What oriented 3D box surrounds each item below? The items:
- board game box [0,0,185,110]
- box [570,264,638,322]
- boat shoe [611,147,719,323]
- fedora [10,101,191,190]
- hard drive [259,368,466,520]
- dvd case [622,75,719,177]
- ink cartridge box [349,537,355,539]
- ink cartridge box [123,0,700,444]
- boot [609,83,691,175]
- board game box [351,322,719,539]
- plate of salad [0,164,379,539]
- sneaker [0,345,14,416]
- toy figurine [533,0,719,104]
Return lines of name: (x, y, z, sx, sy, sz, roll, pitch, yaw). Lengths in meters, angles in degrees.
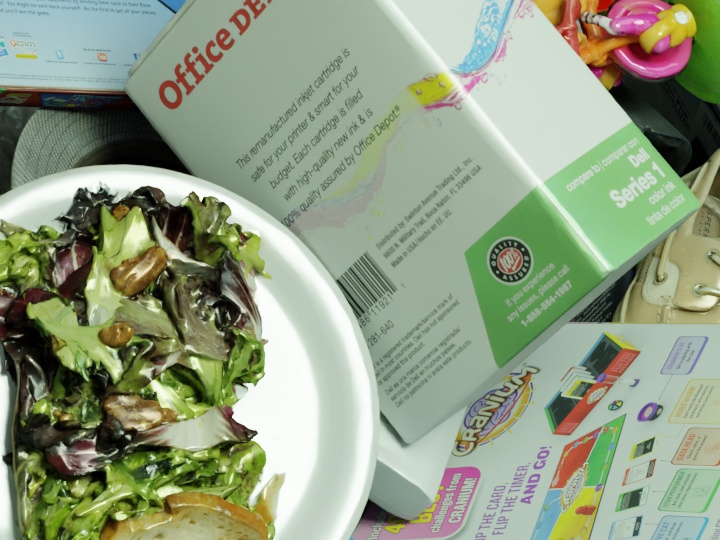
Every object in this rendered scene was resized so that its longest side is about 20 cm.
board game box: (-0.103, -0.121, 1.225, 0.200, 0.019, 0.103, -1, 69, -45)
box: (0.163, 0.072, 1.380, 0.148, 0.104, 0.200, 29, 38, -16)
boat shoe: (0.166, 0.011, 1.302, 0.071, 0.065, 0.200, 28, 37, -16)
fedora: (-0.088, 0.021, 1.210, 0.200, 0.090, 0.177, 46, 36, 2)
hard drive: (0.000, 0.000, 1.202, 0.132, 0.026, 0.200, 35, 43, -13)
dvd case: (0.164, -0.085, 1.484, 0.018, 0.200, 0.143, -25, 73, -11)
ink cartridge box: (0.019, 0.217, 1.108, 0.200, 0.084, 0.146, 36, 35, -7)
ink cartridge box: (0.018, -0.053, 1.129, 0.200, 0.145, 0.084, 51, 42, 5)
boot: (0.100, -0.114, 1.425, 0.165, 0.066, 0.200, -17, 45, -42)
board game box: (0.108, 0.086, 1.152, 0.153, 0.200, 0.040, -56, 131, -36)
plate of salad: (-0.084, 0.049, 1.070, 0.200, 0.048, 0.201, 6, 70, -16)
sneaker: (-0.153, 0.064, 1.109, 0.200, 0.085, 0.077, 41, 35, -1)
toy figurine: (0.065, -0.132, 1.310, 0.184, 0.150, 0.200, -27, 78, -25)
